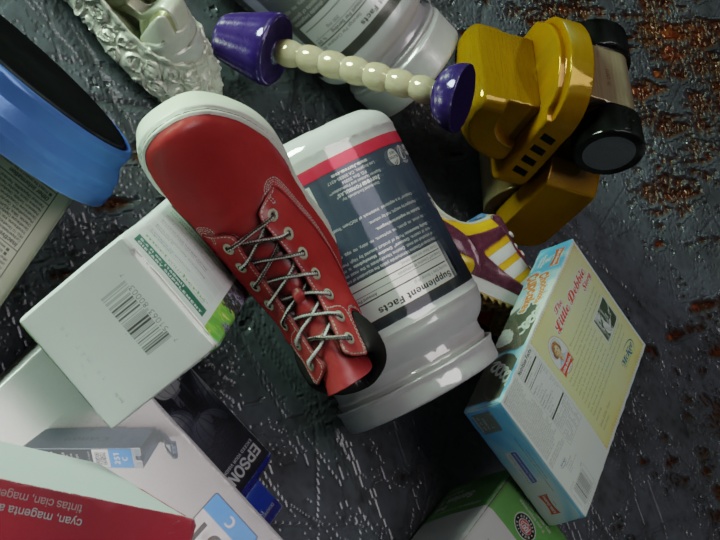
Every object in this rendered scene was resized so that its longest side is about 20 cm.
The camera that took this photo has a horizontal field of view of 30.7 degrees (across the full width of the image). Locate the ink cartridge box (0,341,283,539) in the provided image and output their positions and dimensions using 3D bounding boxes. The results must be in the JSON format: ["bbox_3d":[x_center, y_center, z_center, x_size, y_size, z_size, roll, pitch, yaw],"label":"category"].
[{"bbox_3d":[-0.166,0.159,0.767,0.200,0.045,0.176,49,62,-11],"label":"ink cartridge box"}]

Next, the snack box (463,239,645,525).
[{"bbox_3d":[0.153,0.080,1.000,0.116,0.037,0.200,53,41,-18],"label":"snack box"}]

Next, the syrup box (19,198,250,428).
[{"bbox_3d":[-0.122,0.012,0.785,0.079,0.081,0.200,51,12,-8],"label":"syrup box"}]

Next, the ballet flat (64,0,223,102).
[{"bbox_3d":[-0.166,-0.193,0.941,0.200,0.072,0.072,43,49,-18],"label":"ballet flat"}]

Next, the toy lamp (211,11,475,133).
[{"bbox_3d":[-0.017,-0.151,0.970,0.058,0.199,0.059,16,90,-71],"label":"toy lamp"}]

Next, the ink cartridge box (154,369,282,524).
[{"bbox_3d":[-0.129,0.115,0.854,0.200,0.039,0.100,49,47,-14],"label":"ink cartridge box"}]

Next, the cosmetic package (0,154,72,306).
[{"bbox_3d":[-0.263,0.006,0.747,0.105,0.071,0.201,42,57,-22],"label":"cosmetic package"}]

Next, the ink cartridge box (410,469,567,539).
[{"bbox_3d":[0.079,0.264,0.931,0.146,0.084,0.200,54,48,-7],"label":"ink cartridge box"}]

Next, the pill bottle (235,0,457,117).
[{"bbox_3d":[-0.024,-0.222,1.040,0.200,0.114,0.114,40,50,-20],"label":"pill bottle"}]

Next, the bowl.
[{"bbox_3d":[-0.218,-0.119,0.781,0.200,0.039,0.201,42,4,-4],"label":"bowl"}]

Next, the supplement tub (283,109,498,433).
[{"bbox_3d":[0.000,0.000,0.943,0.140,0.140,0.201,-27,90,-44],"label":"supplement tub"}]

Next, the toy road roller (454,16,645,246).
[{"bbox_3d":[0.130,-0.124,1.079,0.145,0.200,0.123,12,56,-20],"label":"toy road roller"}]

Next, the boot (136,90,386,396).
[{"bbox_3d":[-0.048,-0.006,0.758,0.200,0.072,0.145,46,14,-53],"label":"boot"}]

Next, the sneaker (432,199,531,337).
[{"bbox_3d":[0.118,0.001,1.089,0.199,0.075,0.091,24,62,-32],"label":"sneaker"}]

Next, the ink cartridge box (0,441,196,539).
[{"bbox_3d":[-0.197,0.190,0.645,0.144,0.145,0.201,19,84,-32],"label":"ink cartridge box"}]
